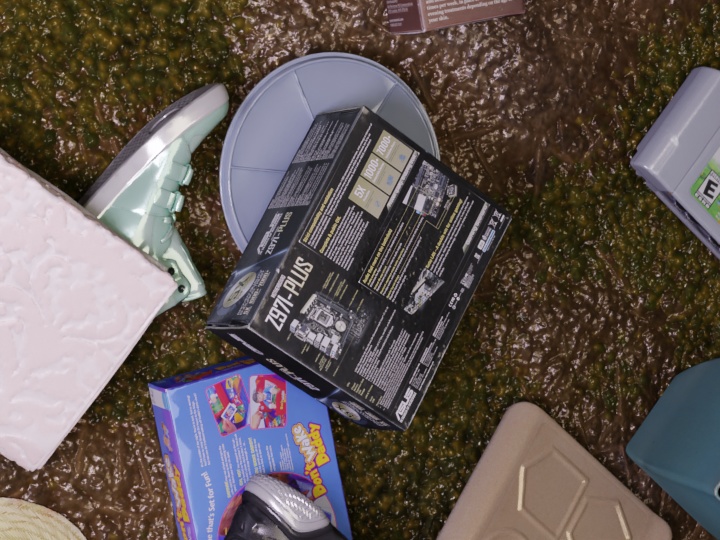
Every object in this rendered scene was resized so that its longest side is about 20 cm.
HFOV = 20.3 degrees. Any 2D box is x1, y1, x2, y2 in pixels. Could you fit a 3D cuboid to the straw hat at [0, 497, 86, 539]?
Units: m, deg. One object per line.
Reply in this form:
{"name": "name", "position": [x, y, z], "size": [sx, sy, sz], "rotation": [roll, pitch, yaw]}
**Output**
{"name": "straw hat", "position": [-0.270, 0.280, 1.525], "size": [0.199, 0.085, 0.203], "rotation": [-2, 94, -24]}

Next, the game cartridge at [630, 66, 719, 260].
{"name": "game cartridge", "position": [0.345, -0.082, 1.808], "size": [0.200, 0.040, 0.134], "rotation": [42, 73, -21]}

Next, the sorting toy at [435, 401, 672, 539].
{"name": "sorting toy", "position": [0.161, 0.242, 1.735], "size": [0.200, 0.036, 0.186], "rotation": [40, 67, -20]}

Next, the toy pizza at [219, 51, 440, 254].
{"name": "toy pizza", "position": [-0.026, -0.077, 1.642], "size": [0.198, 0.032, 0.203], "rotation": [-3, 96, -25]}

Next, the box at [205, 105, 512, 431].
{"name": "box", "position": [0.000, 0.000, 1.586], "size": [0.163, 0.086, 0.201], "rotation": [33, 75, -24]}

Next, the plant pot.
{"name": "plant pot", "position": [0.328, 0.160, 1.726], "size": [0.141, 0.200, 0.142], "rotation": [42, 77, -21]}

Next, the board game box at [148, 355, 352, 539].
{"name": "board game box", "position": [-0.085, 0.173, 1.624], "size": [0.133, 0.045, 0.202], "rotation": [-14, 99, -23]}

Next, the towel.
{"name": "towel", "position": [-0.268, 0.024, 1.505], "size": [0.199, 0.032, 0.192], "rotation": [37, 97, -15]}

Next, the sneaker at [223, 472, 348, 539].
{"name": "sneaker", "position": [-0.039, 0.259, 1.589], "size": [0.200, 0.075, 0.114], "rotation": [42, 78, -15]}

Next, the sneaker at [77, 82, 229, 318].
{"name": "sneaker", "position": [-0.147, -0.044, 1.564], "size": [0.118, 0.074, 0.201], "rotation": [43, 86, -14]}

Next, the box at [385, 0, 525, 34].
{"name": "box", "position": [0.063, -0.300, 1.645], "size": [0.099, 0.075, 0.202], "rotation": [-12, 100, -23]}
